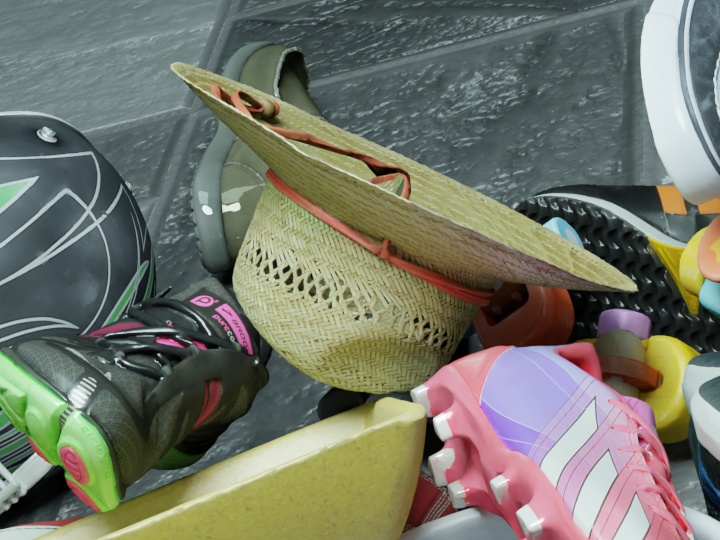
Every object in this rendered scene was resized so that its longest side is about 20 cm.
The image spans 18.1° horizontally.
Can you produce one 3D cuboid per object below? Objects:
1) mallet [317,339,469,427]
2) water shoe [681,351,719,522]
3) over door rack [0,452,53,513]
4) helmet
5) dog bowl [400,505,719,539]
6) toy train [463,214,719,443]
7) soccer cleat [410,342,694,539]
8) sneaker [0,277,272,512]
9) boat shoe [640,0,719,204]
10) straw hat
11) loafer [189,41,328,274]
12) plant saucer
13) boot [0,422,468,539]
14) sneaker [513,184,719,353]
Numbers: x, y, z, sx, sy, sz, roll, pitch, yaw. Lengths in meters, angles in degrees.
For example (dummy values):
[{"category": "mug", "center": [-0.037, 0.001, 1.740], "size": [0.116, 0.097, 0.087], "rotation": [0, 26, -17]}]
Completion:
[{"category": "mallet", "center": [-0.003, 0.041, 0.995], "size": [0.066, 0.041, 0.200], "rotation": [-16, 6, 18]}, {"category": "water shoe", "center": [0.154, 0.070, 0.794], "size": [0.071, 0.079, 0.200], "rotation": [-9, 2, 6]}, {"category": "over door rack", "center": [-0.237, 0.082, 0.960], "size": [0.200, 0.148, 0.067], "rotation": [-42, 6, 16]}, {"category": "helmet", "center": [-0.196, 0.018, 1.074], "size": [0.190, 0.201, 0.200], "rotation": [8, 36, 16]}, {"category": "dog bowl", "center": [0.054, 0.165, 0.751], "size": [0.199, 0.079, 0.200], "rotation": [-17, 27, 9]}, {"category": "toy train", "center": [0.114, -0.003, 0.941], "size": [0.200, 0.056, 0.151], "rotation": [-32, 53, 26]}, {"category": "soccer cleat", "center": [0.079, 0.074, 0.748], "size": [0.076, 0.067, 0.200], "rotation": [-21, 24, -10]}, {"category": "sneaker", "center": [-0.083, 0.037, 0.871], "size": [0.084, 0.077, 0.200], "rotation": [-44, -4, 9]}, {"category": "boat shoe", "center": [0.169, -0.102, 0.919], "size": [0.068, 0.072, 0.200], "rotation": [-16, 26, 33]}, {"category": "straw hat", "center": [0.000, 0.000, 0.877], "size": [0.085, 0.200, 0.201], "rotation": [-64, 31, 6]}, {"category": "loafer", "center": [-0.045, -0.063, 1.257], "size": [0.069, 0.076, 0.200], "rotation": [-3, 35, 9]}, {"category": "plant saucer", "center": [-0.068, 0.104, 0.787], "size": [0.199, 0.049, 0.200], "rotation": [-22, -2, -4]}, {"category": "boot", "center": [-0.054, 0.108, 0.944], "size": [0.199, 0.073, 0.144], "rotation": [1, 33, 21]}, {"category": "sneaker", "center": [0.162, -0.006, 1.016], "size": [0.199, 0.070, 0.090], "rotation": [10, 25, 44]}]
